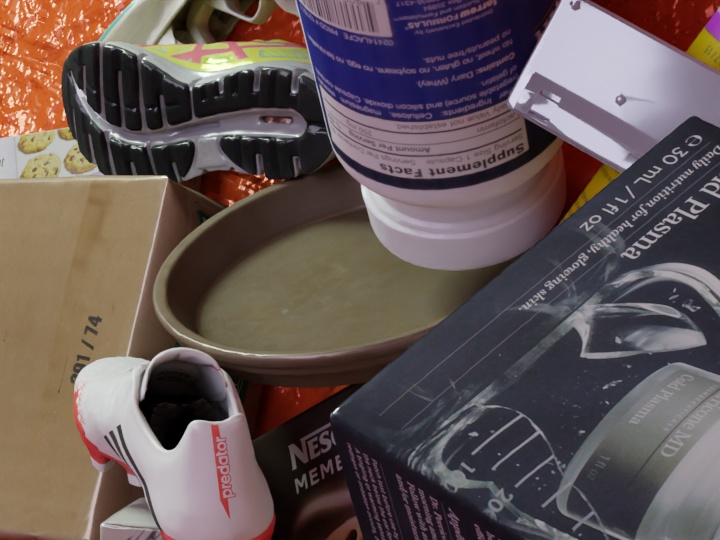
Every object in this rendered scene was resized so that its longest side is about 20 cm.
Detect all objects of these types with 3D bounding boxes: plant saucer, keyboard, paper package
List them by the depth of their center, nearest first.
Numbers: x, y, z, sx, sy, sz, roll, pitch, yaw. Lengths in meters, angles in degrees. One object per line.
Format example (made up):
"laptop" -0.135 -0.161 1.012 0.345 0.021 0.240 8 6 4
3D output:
"keyboard" 0.156 -0.044 0.979 0.200 0.011 0.056 31 97 15
"plant saucer" 0.000 0.000 1.146 0.200 0.200 0.029 18 131 45
"paper package" -0.148 0.057 1.289 0.191 0.103 0.200 1 75 42

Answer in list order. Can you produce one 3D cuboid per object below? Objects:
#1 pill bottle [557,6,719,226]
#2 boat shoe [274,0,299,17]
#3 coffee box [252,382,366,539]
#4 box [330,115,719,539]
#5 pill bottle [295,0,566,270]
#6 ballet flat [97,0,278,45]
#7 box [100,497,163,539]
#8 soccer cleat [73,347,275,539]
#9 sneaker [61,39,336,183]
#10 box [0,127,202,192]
"pill bottle" 0.147 -0.016 1.041 0.200 0.104 0.104 -54 47 13
"boat shoe" 0.016 -0.129 1.228 0.060 0.072 0.202 -59 42 16
"coffee box" 0.028 0.153 1.105 0.113 0.080 0.200 -32 55 31
"box" 0.133 0.073 0.848 0.200 0.124 0.197 -39 46 -24
"pill bottle" 0.034 -0.101 1.055 0.116 0.200 0.116 -7 45 7
"ballet flat" -0.085 -0.145 1.338 0.200 0.069 0.069 -51 47 16
"box" -0.085 0.212 1.136 0.068 0.082 0.200 2 93 8
"soccer cleat" -0.087 0.067 1.101 0.200 0.069 0.085 -133 38 -62
"sneaker" -0.073 -0.088 1.285 0.200 0.090 0.078 10 113 33
"box" -0.172 -0.058 1.398 0.200 0.039 0.041 -4 69 42
